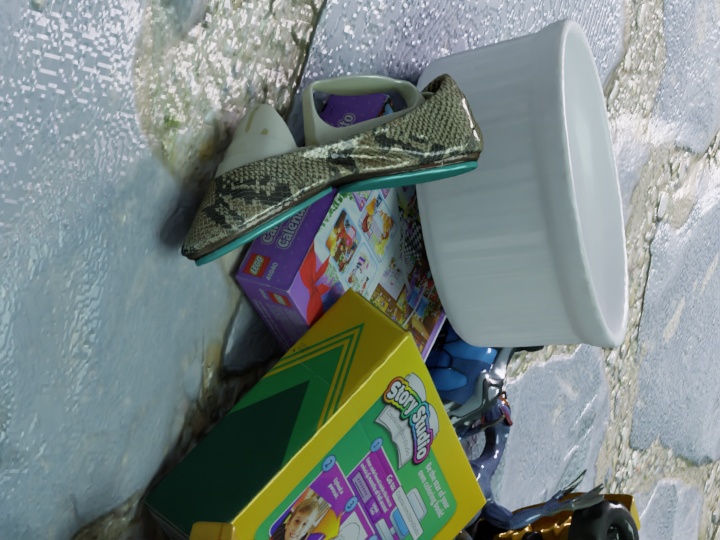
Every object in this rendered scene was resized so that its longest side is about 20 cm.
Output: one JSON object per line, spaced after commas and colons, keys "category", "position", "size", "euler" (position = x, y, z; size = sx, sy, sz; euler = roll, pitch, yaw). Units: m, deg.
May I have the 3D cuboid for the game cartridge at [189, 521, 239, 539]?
{"category": "game cartridge", "position": [-0.075, 0.253, 1.353], "size": [0.200, 0.032, 0.177], "euler": [78, 17, -57]}

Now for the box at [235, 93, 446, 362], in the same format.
{"category": "box", "position": [0.000, 0.000, 1.515], "size": [0.137, 0.039, 0.200], "euler": [-63, 152, -22]}

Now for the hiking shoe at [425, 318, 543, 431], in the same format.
{"category": "hiking shoe", "position": [0.064, 0.038, 1.648], "size": [0.200, 0.074, 0.087], "euler": [-42, 113, -41]}

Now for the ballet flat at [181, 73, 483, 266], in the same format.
{"category": "ballet flat", "position": [-0.023, -0.065, 1.390], "size": [0.199, 0.068, 0.076], "euler": [-20, 91, -29]}

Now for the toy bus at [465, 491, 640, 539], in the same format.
{"category": "toy bus", "position": [0.126, 0.267, 1.720], "size": [0.200, 0.135, 0.193], "euler": [-35, 106, -49]}

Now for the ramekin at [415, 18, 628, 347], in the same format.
{"category": "ramekin", "position": [0.099, -0.047, 1.545], "size": [0.200, 0.097, 0.202], "euler": [-8, 90, -76]}

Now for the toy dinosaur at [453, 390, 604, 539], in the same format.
{"category": "toy dinosaur", "position": [0.055, 0.140, 1.695], "size": [0.182, 0.199, 0.106], "euler": [-68, 137, -80]}

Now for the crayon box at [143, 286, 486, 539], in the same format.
{"category": "crayon box", "position": [-0.021, 0.135, 1.485], "size": [0.173, 0.058, 0.200], "euler": [-46, 146, -16]}
